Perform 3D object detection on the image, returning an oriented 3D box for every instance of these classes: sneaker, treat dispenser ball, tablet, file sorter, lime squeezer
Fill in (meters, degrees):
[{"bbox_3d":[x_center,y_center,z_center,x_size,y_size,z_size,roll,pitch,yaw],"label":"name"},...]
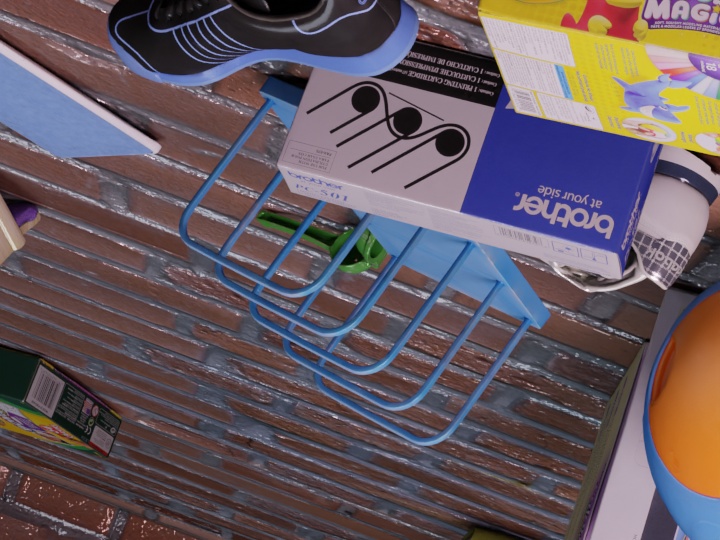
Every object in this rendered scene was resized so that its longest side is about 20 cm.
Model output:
[{"bbox_3d":[-0.067,-0.147,1.166,0.199,0.070,0.078,1,152,33],"label":"sneaker"},{"bbox_3d":[0.267,0.090,1.280,0.200,0.202,0.201,18,164,6],"label":"treat dispenser ball"},{"bbox_3d":[0.125,-0.030,1.284,0.076,0.081,0.200,27,165,-30],"label":"sneaker"},{"bbox_3d":[-0.246,-0.130,1.521,0.130,0.014,0.200,1,156,47],"label":"tablet"},{"bbox_3d":[0.000,0.000,1.360,0.138,0.123,0.200,25,163,40],"label":"file sorter"},{"bbox_3d":[-0.004,-0.033,1.531,0.071,0.038,0.200,57,155,-9],"label":"lime squeezer"}]

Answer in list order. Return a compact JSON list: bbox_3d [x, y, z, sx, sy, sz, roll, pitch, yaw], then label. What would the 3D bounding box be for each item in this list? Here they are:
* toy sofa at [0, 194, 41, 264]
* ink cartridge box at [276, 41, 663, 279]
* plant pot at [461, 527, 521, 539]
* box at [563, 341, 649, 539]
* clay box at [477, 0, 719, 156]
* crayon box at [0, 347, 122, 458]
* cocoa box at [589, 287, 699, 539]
[{"bbox_3d":[-0.374,-0.054,1.826,0.199,0.098,0.083,7,135,38],"label":"toy sofa"},{"bbox_3d":[0.063,-0.068,1.207,0.199,0.094,0.044,15,163,15],"label":"ink cartridge box"},{"bbox_3d":[0.183,0.380,2.417,0.200,0.187,0.187,36,163,0],"label":"plant pot"},{"bbox_3d":[0.221,0.173,1.651,0.096,0.177,0.200,19,163,4],"label":"box"},{"bbox_3d":[0.165,-0.100,1.064,0.199,0.048,0.115,13,162,19],"label":"clay box"},{"bbox_3d":[-0.398,0.143,2.500,0.172,0.059,0.200,11,162,28],"label":"crayon box"},{"bbox_3d":[0.249,0.136,1.455,0.131,0.201,0.133,13,163,22],"label":"cocoa box"}]
